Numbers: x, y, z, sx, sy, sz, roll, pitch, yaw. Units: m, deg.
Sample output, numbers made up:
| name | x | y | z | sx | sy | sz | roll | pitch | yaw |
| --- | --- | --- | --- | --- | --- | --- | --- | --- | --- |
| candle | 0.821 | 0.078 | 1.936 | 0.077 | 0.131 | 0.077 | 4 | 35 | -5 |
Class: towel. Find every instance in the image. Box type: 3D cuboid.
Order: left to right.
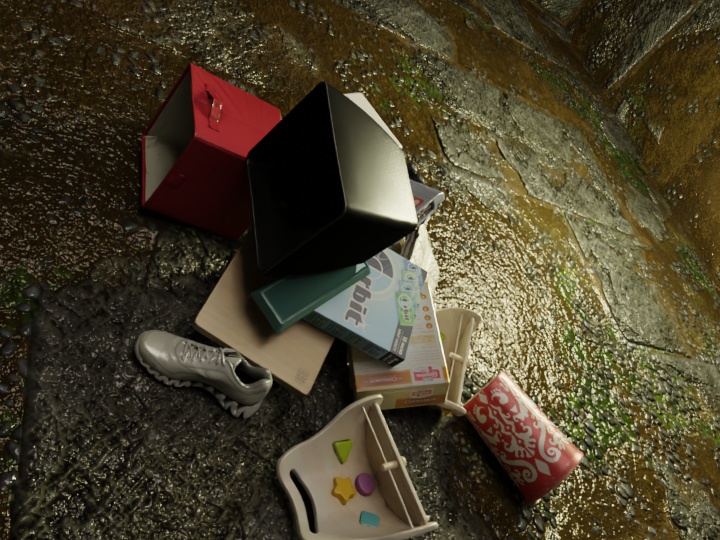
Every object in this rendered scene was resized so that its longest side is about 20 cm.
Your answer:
| name | x | y | z | sx | sy | sz | roll | pitch | yaw |
| --- | --- | --- | --- | --- | --- | --- | --- | --- | --- |
| towel | 0.115 | 0.005 | 1.321 | 0.201 | 0.034 | 0.134 | -67 | 142 | -51 |

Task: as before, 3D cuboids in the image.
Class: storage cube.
| name | x | y | z | sx | sy | sz | roll | pitch | yaw |
| --- | --- | --- | --- | --- | --- | --- | --- | --- | --- |
| storage cube | -0.238 | -0.187 | 1.107 | 0.178 | 0.200 | 0.173 | 20 | 43 | -38 |

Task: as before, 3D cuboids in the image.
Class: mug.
| name | x | y | z | sx | sy | sz | roll | pitch | yaw |
| --- | --- | --- | --- | --- | --- | --- | --- | --- | --- |
| mug | 0.281 | 0.302 | 1.241 | 0.133 | 0.178 | 0.201 | -37 | 77 | -16 |

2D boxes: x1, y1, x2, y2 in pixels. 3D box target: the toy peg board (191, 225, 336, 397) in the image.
| name | x | y | z | sx | sy | sz | roll | pitch | yaw |
| --- | --- | --- | --- | --- | --- | --- | --- | --- | --- |
| toy peg board | -0.142 | 0.073 | 1.061 | 0.199 | 0.098 | 0.201 | 34 | 54 | -12 |

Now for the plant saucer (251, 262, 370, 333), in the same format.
| name | x | y | z | sx | sy | sz | roll | pitch | yaw |
| --- | --- | --- | --- | --- | --- | --- | --- | --- | --- |
| plant saucer | -0.067 | 0.015 | 1.009 | 0.199 | 0.019 | 0.070 | -33 | 84 | -35 |

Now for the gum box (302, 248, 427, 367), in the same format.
| name | x | y | z | sx | sy | sz | roll | pitch | yaw |
| --- | --- | --- | --- | --- | --- | --- | --- | --- | --- |
| gum box | 0.000 | 0.031 | 1.077 | 0.198 | 0.045 | 0.172 | 28 | 56 | -15 |

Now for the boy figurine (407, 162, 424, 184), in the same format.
| name | x | y | z | sx | sy | sz | roll | pitch | yaw |
| --- | --- | --- | --- | --- | --- | --- | --- | --- | --- |
| boy figurine | 0.054 | -0.207 | 1.508 | 0.198 | 0.064 | 0.126 | -7 | 64 | -50 |

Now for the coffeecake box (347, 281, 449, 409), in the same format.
| name | x | y | z | sx | sy | sz | roll | pitch | yaw |
| --- | --- | --- | --- | --- | --- | --- | --- | --- | --- |
| coffeecake box | 0.055 | 0.125 | 1.141 | 0.150 | 0.074 | 0.202 | -4 | 52 | -5 |

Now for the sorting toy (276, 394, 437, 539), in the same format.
| name | x | y | z | sx | sy | sz | roll | pitch | yaw |
| --- | --- | --- | --- | --- | --- | --- | --- | --- | --- |
| sorting toy | -0.021 | 0.301 | 0.945 | 0.178 | 0.107 | 0.202 | -5 | 57 | -34 |

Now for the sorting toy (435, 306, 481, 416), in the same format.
| name | x | y | z | sx | sy | sz | roll | pitch | yaw |
| --- | --- | --- | --- | --- | --- | --- | --- | --- | --- |
| sorting toy | 0.107 | 0.151 | 1.212 | 0.178 | 0.107 | 0.202 | 23 | 53 | -6 |

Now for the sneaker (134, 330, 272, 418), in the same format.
| name | x | y | z | sx | sy | sz | roll | pitch | yaw |
| --- | --- | --- | --- | --- | --- | --- | --- | --- | --- |
| sneaker | -0.212 | 0.129 | 0.936 | 0.198 | 0.081 | 0.076 | 28 | 42 | -19 |

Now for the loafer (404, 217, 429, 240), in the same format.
| name | x | y | z | sx | sy | sz | roll | pitch | yaw |
| --- | --- | --- | --- | --- | --- | --- | --- | --- | --- |
| loafer | 0.111 | -0.115 | 1.473 | 0.072 | 0.063 | 0.200 | 48 | 40 | -1 |

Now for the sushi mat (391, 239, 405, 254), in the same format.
| name | x | y | z | sx | sy | sz | roll | pitch | yaw |
| --- | --- | --- | --- | --- | --- | --- | --- | --- | --- |
| sushi mat | 0.039 | -0.081 | 1.391 | 0.094 | 0.012 | 0.202 | -8 | 59 | -17 |

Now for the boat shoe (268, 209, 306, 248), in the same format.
| name | x | y | z | sx | sy | sz | roll | pitch | yaw |
| --- | --- | --- | --- | --- | --- | --- | --- | --- | --- |
| boat shoe | -0.098 | -0.086 | 1.090 | 0.063 | 0.071 | 0.201 | 37 | 38 | -6 |

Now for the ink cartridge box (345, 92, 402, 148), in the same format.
| name | x | y | z | sx | sy | sz | roll | pitch | yaw |
| --- | --- | --- | --- | --- | --- | --- | --- | --- | --- |
| ink cartridge box | -0.033 | -0.223 | 1.326 | 0.147 | 0.200 | 0.084 | 53 | 38 | 10 |

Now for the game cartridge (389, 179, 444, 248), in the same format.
| name | x | y | z | sx | sy | sz | roll | pitch | yaw |
| --- | --- | --- | --- | --- | --- | --- | --- | --- | --- |
| game cartridge | 0.061 | -0.120 | 1.365 | 0.132 | 0.041 | 0.200 | 22 | 49 | 37 |

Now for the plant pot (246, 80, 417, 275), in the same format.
| name | x | y | z | sx | sy | sz | roll | pitch | yaw |
| --- | --- | --- | --- | --- | --- | --- | --- | --- | --- |
| plant pot | -0.033 | -0.108 | 0.971 | 0.176 | 0.199 | 0.203 | 12 | 58 | -41 |
